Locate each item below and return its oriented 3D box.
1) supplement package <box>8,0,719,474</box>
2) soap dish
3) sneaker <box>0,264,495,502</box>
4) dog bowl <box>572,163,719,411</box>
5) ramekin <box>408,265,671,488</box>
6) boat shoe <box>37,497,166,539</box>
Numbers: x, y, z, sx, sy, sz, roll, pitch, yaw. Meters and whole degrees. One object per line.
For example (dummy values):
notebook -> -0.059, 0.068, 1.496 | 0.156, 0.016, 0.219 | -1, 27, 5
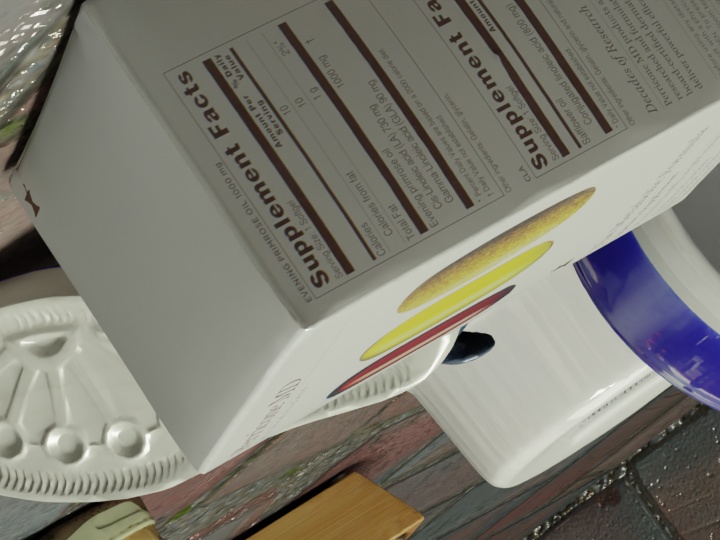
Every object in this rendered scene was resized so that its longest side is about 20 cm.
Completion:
supplement package -> 0.016, -0.046, 0.753 | 0.200, 0.110, 0.114 | -29, 167, -28
soap dish -> -0.062, 0.227, 1.782 | 0.200, 0.081, 0.157 | -31, 169, -22
sneaker -> -0.049, 0.010, 0.888 | 0.200, 0.081, 0.146 | -14, -164, 13
dog bowl -> 0.181, -0.040, 1.032 | 0.200, 0.200, 0.079 | -29, 171, -28
ramekin -> 0.124, 0.039, 1.481 | 0.200, 0.098, 0.200 | -33, 170, -7
boat shoe -> -0.172, 0.184, 1.279 | 0.200, 0.076, 0.072 | -28, 168, -30
